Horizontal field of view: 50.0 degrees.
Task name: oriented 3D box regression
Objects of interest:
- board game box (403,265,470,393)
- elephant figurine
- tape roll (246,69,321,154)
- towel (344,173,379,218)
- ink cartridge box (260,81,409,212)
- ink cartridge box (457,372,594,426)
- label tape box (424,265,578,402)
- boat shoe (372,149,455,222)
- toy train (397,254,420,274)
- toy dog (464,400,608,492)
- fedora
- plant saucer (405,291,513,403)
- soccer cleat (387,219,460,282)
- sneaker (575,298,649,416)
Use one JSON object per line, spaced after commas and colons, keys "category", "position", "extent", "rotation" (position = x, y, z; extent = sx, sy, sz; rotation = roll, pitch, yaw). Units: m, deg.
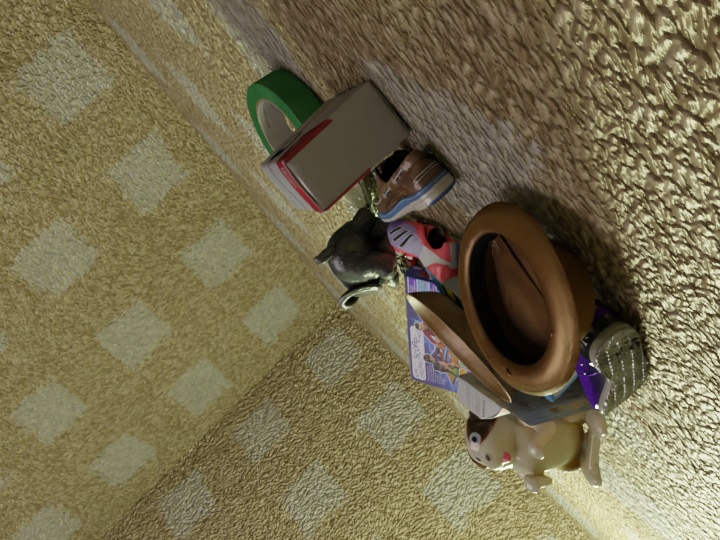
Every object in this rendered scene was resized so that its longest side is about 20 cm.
{"category": "board game box", "position": [0.137, 0.099, 1.201], "extent": [0.134, 0.034, 0.202], "rotation": [14, 126, 28]}
{"category": "elephant figurine", "position": [0.000, 0.000, 1.335], "extent": [0.154, 0.143, 0.201], "rotation": [21, 149, 0]}
{"category": "tape roll", "position": [-0.104, -0.218, 1.231], "extent": [0.201, 0.048, 0.201], "rotation": [46, 160, 23]}
{"category": "towel", "position": [-0.024, -0.162, 1.313], "extent": [0.148, 0.036, 0.200], "rotation": [44, 173, 29]}
{"category": "ink cartridge box", "position": [-0.040, -0.153, 0.986], "extent": [0.086, 0.148, 0.200], "rotation": [48, 172, -16]}
{"category": "ink cartridge box", "position": [0.253, 0.184, 1.101], "extent": [0.200, 0.161, 0.058], "rotation": [-143, 45, -63]}
{"category": "label tape box", "position": [0.186, 0.063, 1.010], "extent": [0.200, 0.066, 0.144], "rotation": [45, 174, 41]}
{"category": "boat shoe", "position": [0.056, -0.116, 0.981], "extent": [0.073, 0.072, 0.200], "rotation": [52, 163, -8]}
{"category": "toy train", "position": [0.085, -0.031, 1.427], "extent": [0.046, 0.034, 0.200], "rotation": [30, 166, 22]}
{"category": "toy dog", "position": [0.263, 0.254, 1.219], "extent": [0.195, 0.197, 0.141], "rotation": [-107, 13, -54]}
{"category": "fedora", "position": [0.179, 0.023, 0.793], "extent": [0.200, 0.081, 0.203], "rotation": [38, 134, 53]}
{"category": "plant saucer", "position": [0.141, 0.092, 1.035], "extent": [0.200, 0.035, 0.200], "rotation": [47, 176, 5]}
{"category": "soccer cleat", "position": [0.099, -0.046, 1.178], "extent": [0.200, 0.066, 0.077], "rotation": [-130, 36, -55]}
{"category": "sneaker", "position": [0.265, 0.086, 0.873], "extent": [0.100, 0.069, 0.201], "rotation": [50, 173, 37]}
